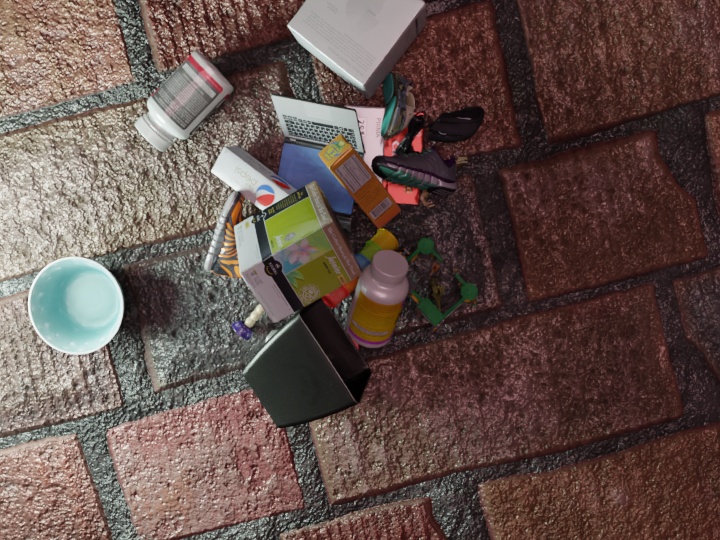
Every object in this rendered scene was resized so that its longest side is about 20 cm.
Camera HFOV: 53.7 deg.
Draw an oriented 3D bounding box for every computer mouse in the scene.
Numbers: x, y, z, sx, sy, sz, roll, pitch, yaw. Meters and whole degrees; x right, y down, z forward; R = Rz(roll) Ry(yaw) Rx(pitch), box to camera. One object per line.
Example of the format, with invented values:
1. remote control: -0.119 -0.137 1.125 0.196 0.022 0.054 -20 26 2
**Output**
1. computer mouse: 0.169 -0.272 1.472 0.198 0.141 0.046 -13 63 -32

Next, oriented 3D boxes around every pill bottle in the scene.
1. pill bottle: -0.366 -0.343 1.463 0.200 0.111 0.111 -44 94 4
2. pill bottle: 0.038 0.057 1.438 0.103 0.105 0.201 15 133 -1

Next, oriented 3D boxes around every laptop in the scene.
1. laptop: -0.097 -0.235 1.448 0.185 0.201 0.117 14 63 17

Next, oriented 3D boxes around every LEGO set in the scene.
1. LEGO set: 0.146 0.040 1.516 0.199 0.116 0.154 39 75 9

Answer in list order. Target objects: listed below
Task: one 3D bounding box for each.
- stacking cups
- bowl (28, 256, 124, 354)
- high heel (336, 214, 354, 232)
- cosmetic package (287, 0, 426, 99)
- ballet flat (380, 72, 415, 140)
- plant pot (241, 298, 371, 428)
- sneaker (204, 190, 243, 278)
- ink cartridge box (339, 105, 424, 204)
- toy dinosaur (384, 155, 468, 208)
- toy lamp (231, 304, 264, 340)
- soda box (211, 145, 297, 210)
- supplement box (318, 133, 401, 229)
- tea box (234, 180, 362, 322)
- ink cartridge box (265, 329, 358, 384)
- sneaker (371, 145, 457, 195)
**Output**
1. stacking cups: 0.000 0.000 1.477 0.060 0.060 0.200 43 65 -4
2. bowl: -0.585 0.068 1.509 0.198 0.105 0.204 0 96 -1
3. high heel: -0.088 -0.031 1.529 0.141 0.071 0.203 11 106 18
4. cosmetic package: -0.004 -0.494 1.430 0.199 0.123 0.201 39 93 5
5. ballet flat: 0.081 -0.329 1.437 0.073 0.202 0.075 3 141 3
6. plant pot: -0.113 0.191 1.401 0.176 0.200 0.201 -33 93 13
7. sneaker: -0.252 -0.069 1.499 0.111 0.078 0.201 19 124 -10
8. ink cartridge box: 0.046 -0.242 1.506 0.171 0.044 0.203 3 96 1
9. toy dinosaur: 0.138 -0.186 1.512 0.197 0.058 0.103 -15 84 -9
10. toy lamp: -0.193 0.060 1.533 0.058 0.058 0.200 43 97 -4
11. soda box: -0.208 -0.176 1.479 0.199 0.068 0.064 36 108 7
12. supplement box: 0.000 -0.174 1.409 0.069 0.067 0.200 -38 131 2
13. tea box: -0.124 -0.041 1.362 0.195 0.201 0.134 -29 121 3
14. ink cartridge box: -0.102 0.206 1.531 0.197 0.084 0.147 1 95 -1
15. sneaker: 0.109 -0.216 1.431 0.198 0.074 0.089 14 79 -30
